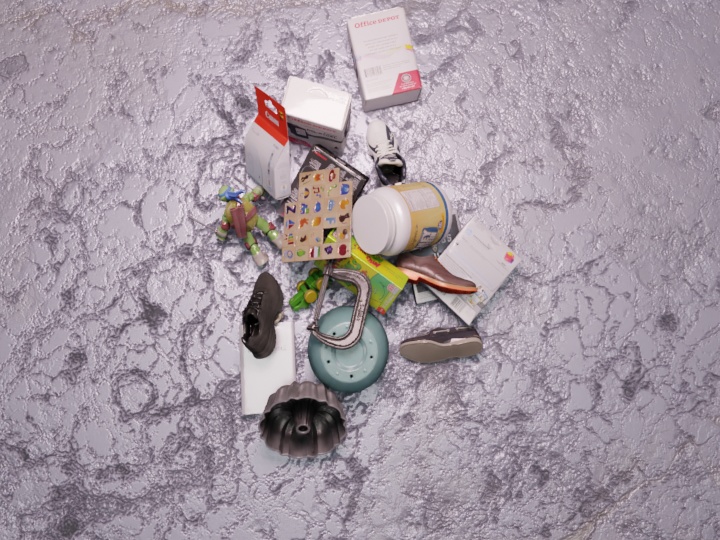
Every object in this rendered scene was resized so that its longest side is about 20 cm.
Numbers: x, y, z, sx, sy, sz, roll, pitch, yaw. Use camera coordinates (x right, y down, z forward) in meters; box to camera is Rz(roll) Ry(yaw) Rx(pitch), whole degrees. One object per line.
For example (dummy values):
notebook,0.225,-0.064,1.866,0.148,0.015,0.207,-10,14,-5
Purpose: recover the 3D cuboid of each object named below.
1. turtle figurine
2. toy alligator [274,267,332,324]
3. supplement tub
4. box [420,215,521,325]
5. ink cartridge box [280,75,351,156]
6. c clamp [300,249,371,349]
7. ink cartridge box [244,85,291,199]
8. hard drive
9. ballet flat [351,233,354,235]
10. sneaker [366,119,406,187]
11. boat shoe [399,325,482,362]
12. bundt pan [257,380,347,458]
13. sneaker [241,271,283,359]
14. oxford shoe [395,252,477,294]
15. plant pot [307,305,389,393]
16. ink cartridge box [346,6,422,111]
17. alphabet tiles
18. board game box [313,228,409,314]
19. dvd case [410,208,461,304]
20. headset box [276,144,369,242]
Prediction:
turtle figurine,-0.267,-0.120,1.343,0.195,0.198,0.145,52,55,-19
toy alligator,-0.125,0.061,1.346,0.200,0.059,0.054,-47,130,-1
supplement tub,0.091,-0.114,1.258,0.197,0.143,0.149,-14,85,-38
box,0.257,0.000,1.344,0.155,0.041,0.201,40,85,1
ink cartridge box,-0.097,-0.345,1.304,0.141,0.200,0.087,16,84,0
c clamp,-0.062,0.064,1.218,0.166,0.027,0.205,8,68,1
ink cartridge box,-0.212,-0.284,1.274,0.046,0.204,0.160,-20,42,-26
hard drive,-0.215,0.227,1.338,0.128,0.025,0.206,-3,85,-2
ballet flat,0.004,-0.078,1.352,0.070,0.069,0.203,29,88,-6
sneaker,0.064,-0.270,1.339,0.077,0.130,0.205,-8,85,-4
boat shoe,0.187,0.169,1.353,0.194,0.074,0.064,-5,42,3
bundt pan,-0.127,0.323,1.271,0.196,0.077,0.206,-3,125,-4
sneaker,-0.226,0.090,1.293,0.074,0.091,0.205,-11,60,18
oxford shoe,0.173,0.004,1.287,0.195,0.071,0.074,16,79,2
plant pot,-0.026,0.178,1.282,0.194,0.161,0.207,0,84,-2
ink cartridge box,0.056,-0.506,1.382,0.143,0.086,0.206,-12,84,-3
alphabet tiles,-0.094,-0.122,1.245,0.163,0.008,0.206,-4,75,21
board game box,0.000,0.000,1.277,0.198,0.102,0.048,35,46,1
dvd case,0.182,-0.035,1.376,0.146,0.025,0.206,-12,86,-4
headset box,-0.091,-0.165,1.329,0.147,0.075,0.203,32,105,2
